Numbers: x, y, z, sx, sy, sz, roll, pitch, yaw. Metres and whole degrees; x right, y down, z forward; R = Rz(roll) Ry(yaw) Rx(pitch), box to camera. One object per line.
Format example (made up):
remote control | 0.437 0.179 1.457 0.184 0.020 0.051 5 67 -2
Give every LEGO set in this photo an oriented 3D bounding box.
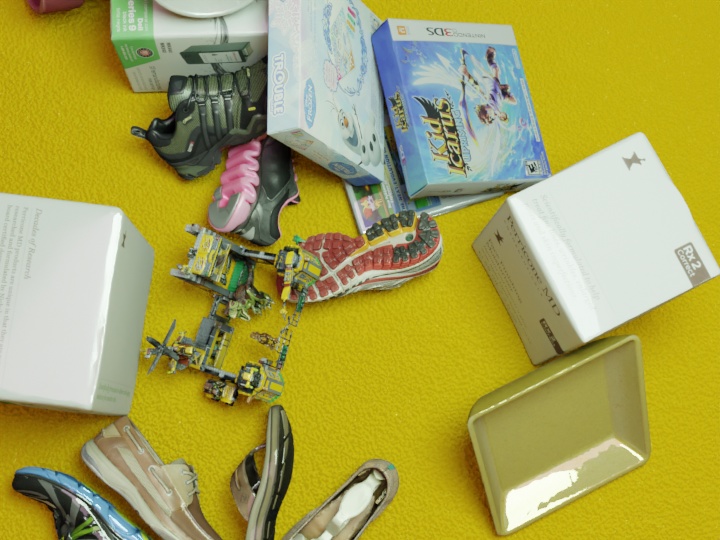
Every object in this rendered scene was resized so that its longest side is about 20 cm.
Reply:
LEGO set | -0.141 0.039 0.993 0.153 0.116 0.201 20 84 35

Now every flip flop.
flip flop | -0.113 0.241 0.997 0.057 0.081 0.202 9 78 11

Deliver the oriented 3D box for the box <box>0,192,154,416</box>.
box | -0.321 0.041 0.963 0.170 0.199 0.202 6 79 -2

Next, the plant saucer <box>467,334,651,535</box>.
plant saucer | 0.207 0.168 0.998 0.199 0.201 0.049 -25 38 -9

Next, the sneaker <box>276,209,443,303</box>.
sneaker | 0.000 0.000 1.054 0.198 0.082 0.078 -13 62 12

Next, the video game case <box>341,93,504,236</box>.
video game case | 0.056 -0.158 1.117 0.181 0.022 0.201 -17 80 -7

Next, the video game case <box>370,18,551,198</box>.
video game case | 0.118 -0.188 1.078 0.180 0.045 0.202 -6 76 -29

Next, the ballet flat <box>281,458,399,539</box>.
ballet flat | -0.035 0.278 0.996 0.068 0.067 0.200 38 79 9

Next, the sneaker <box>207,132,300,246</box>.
sneaker | -0.105 -0.117 1.083 0.095 0.079 0.201 31 63 -32

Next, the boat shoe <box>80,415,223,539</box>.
boat shoe | -0.206 0.233 0.994 0.200 0.076 0.072 42 77 4

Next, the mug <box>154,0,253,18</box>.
mug | -0.183 -0.386 0.947 0.177 0.133 0.201 16 52 -40

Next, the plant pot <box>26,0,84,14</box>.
plant pot | -0.309 -0.410 1.073 0.178 0.200 0.201 -19 79 -22

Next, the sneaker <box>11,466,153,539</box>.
sneaker | -0.290 0.277 0.979 0.199 0.071 0.083 40 73 2

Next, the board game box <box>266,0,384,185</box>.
board game box | -0.033 -0.215 1.015 0.043 0.199 0.202 -6 77 25

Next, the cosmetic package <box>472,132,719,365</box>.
cosmetic package | 0.242 -0.015 1.006 0.164 0.200 0.166 -26 80 -8

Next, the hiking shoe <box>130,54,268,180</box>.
hiking shoe | -0.160 -0.183 1.029 0.200 0.100 0.076 -38 42 21

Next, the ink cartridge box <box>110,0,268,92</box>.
ink cartridge box | -0.171 -0.271 1.064 0.198 0.146 0.085 -3 77 -4
